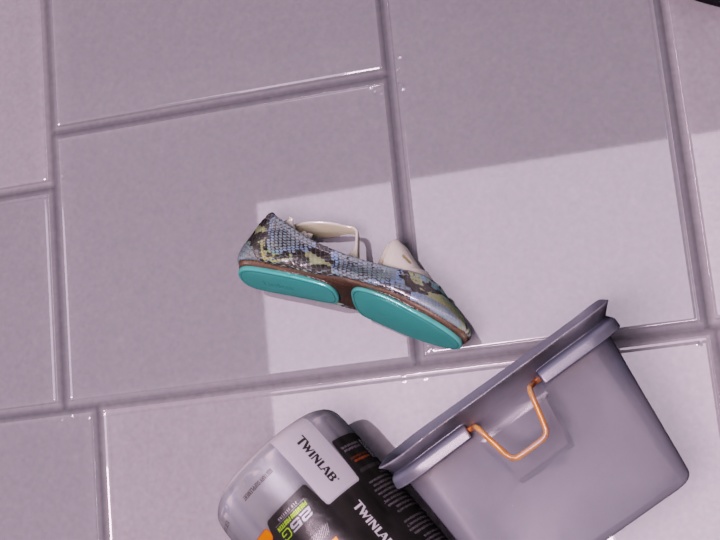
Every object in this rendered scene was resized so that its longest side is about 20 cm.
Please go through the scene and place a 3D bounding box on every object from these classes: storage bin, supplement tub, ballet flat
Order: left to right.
[{"bbox_3d":[-0.001,0.211,0.880,0.123,0.122,0.200,-45,71,2],"label":"supplement tub"},{"bbox_3d":[0.000,0.000,0.952,0.197,0.074,0.075,18,85,12],"label":"ballet flat"},{"bbox_3d":[0.132,0.133,0.867,0.199,0.146,0.135,-37,85,4],"label":"storage bin"}]

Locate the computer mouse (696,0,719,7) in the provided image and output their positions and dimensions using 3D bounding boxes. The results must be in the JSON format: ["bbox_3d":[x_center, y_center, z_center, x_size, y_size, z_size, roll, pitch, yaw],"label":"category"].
[{"bbox_3d":[0.312,-0.230,0.929,0.197,0.053,0.141,17,85,4],"label":"computer mouse"}]
